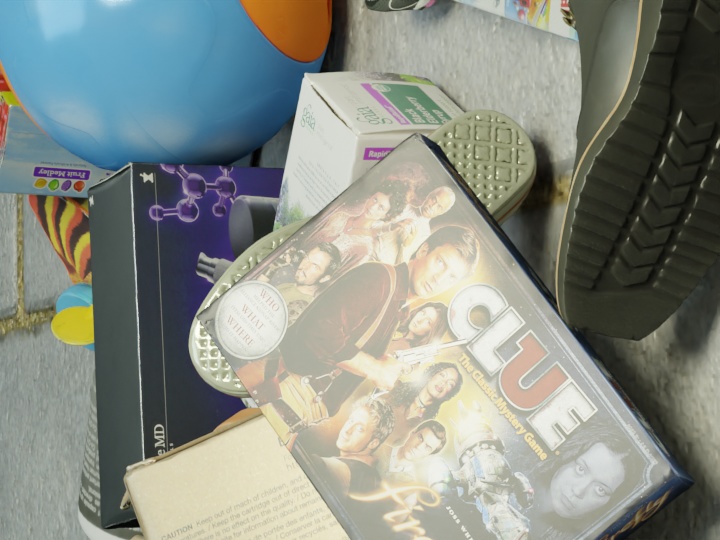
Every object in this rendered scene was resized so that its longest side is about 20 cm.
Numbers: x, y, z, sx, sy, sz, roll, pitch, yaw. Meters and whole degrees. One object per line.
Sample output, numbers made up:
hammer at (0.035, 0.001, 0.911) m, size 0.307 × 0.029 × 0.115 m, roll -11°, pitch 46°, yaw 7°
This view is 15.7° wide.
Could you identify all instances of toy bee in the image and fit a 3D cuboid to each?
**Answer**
toy bee at (-0.135, 0.021, 1.705) m, size 0.109 × 0.200 × 0.131 m, roll 6°, pitch 57°, yaw 40°

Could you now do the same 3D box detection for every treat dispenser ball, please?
treat dispenser ball at (-0.116, -0.154, 1.523) m, size 0.201 × 0.201 × 0.201 m, roll -179°, pitch 90°, yaw -66°

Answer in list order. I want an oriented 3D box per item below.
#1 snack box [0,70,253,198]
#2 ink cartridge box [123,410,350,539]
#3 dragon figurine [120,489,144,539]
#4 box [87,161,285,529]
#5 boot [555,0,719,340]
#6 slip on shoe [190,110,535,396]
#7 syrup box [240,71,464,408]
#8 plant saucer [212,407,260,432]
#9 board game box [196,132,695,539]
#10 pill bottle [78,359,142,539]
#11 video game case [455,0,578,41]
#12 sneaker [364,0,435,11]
snack box at (-0.177, -0.113, 1.698) m, size 0.200 × 0.169 × 0.068 m, roll -125°, pitch 44°, yaw -56°
ink cartridge box at (0.011, 0.134, 1.213) m, size 0.200 × 0.075 × 0.165 m, roll -24°, pitch 70°, yaw 17°
dragon figurine at (-0.075, 0.167, 1.383) m, size 0.099 × 0.059 × 0.200 m, roll 32°, pitch 154°, yaw 18°
box at (-0.076, 0.044, 1.498) m, size 0.079 × 0.141 × 0.200 m, roll 155°, pitch 113°, yaw -64°
boot at (0.118, -0.079, 1.162) m, size 0.200 × 0.077 × 0.138 m, roll -71°, pitch 23°, yaw 8°
slip on shoe at (0.002, -0.003, 1.272) m, size 0.074 × 0.200 × 0.061 m, roll 48°, pitch 160°, yaw 11°
syrup box at (0.000, 0.000, 1.399) m, size 0.079 × 0.081 × 0.200 m, roll 49°, pitch 132°, yaw 53°
plant saucer at (-0.004, 0.153, 1.357) m, size 0.200 × 0.032 × 0.200 m, roll 41°, pitch 155°, yaw 24°
board game box at (0.035, 0.056, 1.160) m, size 0.135 × 0.035 × 0.200 m, roll -40°, pitch 68°, yaw 9°
pill bottle at (-0.114, 0.114, 1.614) m, size 0.114 × 0.114 × 0.200 m, roll -140°, pitch 56°, yaw -61°
video game case at (0.055, -0.204, 1.286) m, size 0.200 × 0.018 × 0.143 m, roll 25°, pitch 112°, yaw 45°
sneaker at (0.002, -0.236, 1.399) m, size 0.080 × 0.086 × 0.200 m, roll 166°, pitch 103°, yaw -67°
